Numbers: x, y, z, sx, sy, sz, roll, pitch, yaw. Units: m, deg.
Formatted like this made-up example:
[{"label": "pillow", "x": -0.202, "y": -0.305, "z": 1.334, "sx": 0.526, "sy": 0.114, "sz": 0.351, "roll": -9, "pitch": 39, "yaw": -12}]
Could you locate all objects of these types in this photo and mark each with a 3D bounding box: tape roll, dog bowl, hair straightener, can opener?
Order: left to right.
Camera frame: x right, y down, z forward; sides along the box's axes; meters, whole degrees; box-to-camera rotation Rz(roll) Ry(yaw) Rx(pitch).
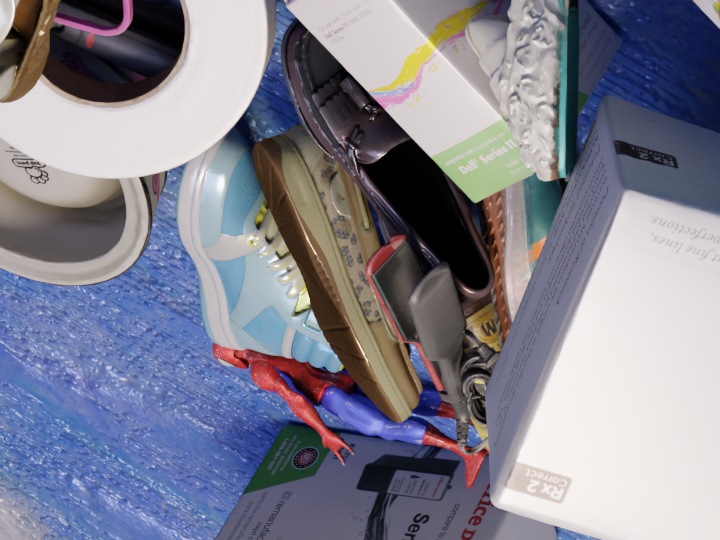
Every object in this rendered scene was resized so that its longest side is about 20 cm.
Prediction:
[{"label": "dog bowl", "x": -0.211, "y": -0.087, "z": 1.723, "sx": 0.200, "sy": 0.074, "sz": 0.200, "roll": 17, "pitch": 138, "yaw": 16}, {"label": "can opener", "x": -0.159, "y": -0.157, "z": 1.625, "sx": 0.200, "sy": 0.063, "sz": 0.079, "roll": 31, "pitch": 140, "yaw": 1}, {"label": "tape roll", "x": -0.151, "y": -0.153, "z": 1.577, "sx": 0.203, "sy": 0.037, "sz": 0.203, "roll": 2, "pitch": 114, "yaw": 5}, {"label": "hair straightener", "x": 0.058, "y": 0.059, "z": 1.591, "sx": 0.077, "sy": 0.041, "sz": 0.200, "roll": 33, "pitch": 157, "yaw": 33}]

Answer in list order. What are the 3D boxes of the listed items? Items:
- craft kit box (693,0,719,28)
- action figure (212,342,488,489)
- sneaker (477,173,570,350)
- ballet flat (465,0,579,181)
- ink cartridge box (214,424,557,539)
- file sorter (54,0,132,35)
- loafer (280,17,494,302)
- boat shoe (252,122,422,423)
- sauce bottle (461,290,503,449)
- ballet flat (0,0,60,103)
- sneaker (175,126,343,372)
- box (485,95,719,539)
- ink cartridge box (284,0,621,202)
[{"label": "craft kit box", "x": 0.166, "y": -0.219, "z": 1.275, "sx": 0.049, "sy": 0.198, "sz": 0.200, "roll": -20, "pitch": 132, "yaw": -8}, {"label": "action figure", "x": -0.008, "y": 0.087, "z": 1.781, "sx": 0.200, "sy": 0.065, "sz": 0.052, "roll": 25, "pitch": 134, "yaw": 6}, {"label": "sneaker", "x": 0.119, "y": -0.016, "z": 1.599, "sx": 0.080, "sy": 0.071, "sz": 0.200, "roll": -13, "pitch": 118, "yaw": -9}, {"label": "ballet flat", "x": 0.089, "y": -0.148, "z": 1.406, "sx": 0.072, "sy": 0.072, "sz": 0.200, "roll": 5, "pitch": 91, "yaw": 29}, {"label": "ink cartridge box", "x": 0.015, "y": 0.193, "z": 1.813, "sx": 0.200, "sy": 0.147, "sz": 0.083, "roll": 6, "pitch": 133, "yaw": 26}, {"label": "file sorter", "x": -0.142, "y": -0.242, "z": 1.421, "sx": 0.139, "sy": 0.200, "sz": 0.125, "roll": 19, "pitch": 142, "yaw": 15}, {"label": "loafer", "x": 0.024, "y": -0.068, "z": 1.572, "sx": 0.200, "sy": 0.072, "sz": 0.063, "roll": 60, "pitch": 165, "yaw": -17}, {"label": "boat shoe", "x": 0.000, "y": 0.000, "z": 1.633, "sx": 0.073, "sy": 0.063, "sz": 0.200, "roll": 26, "pitch": 142, "yaw": 65}, {"label": "sauce bottle", "x": 0.073, "y": 0.037, "z": 1.673, "sx": 0.065, "sy": 0.065, "sz": 0.200, "roll": -10, "pitch": 121, "yaw": 39}, {"label": "ballet flat", "x": -0.190, "y": -0.127, "z": 1.365, "sx": 0.068, "sy": 0.072, "sz": 0.200, "roll": 32, "pitch": 146, "yaw": -7}, {"label": "sneaker", "x": -0.041, "y": -0.011, "z": 1.692, "sx": 0.131, "sy": 0.080, "sz": 0.200, "roll": 17, "pitch": 148, "yaw": 20}, {"label": "box", "x": 0.189, "y": 0.043, "z": 1.400, "sx": 0.199, "sy": 0.131, "sz": 0.200, "roll": 17, "pitch": 115, "yaw": -8}, {"label": "ink cartridge box", "x": 0.040, "y": -0.152, "z": 1.460, "sx": 0.200, "sy": 0.117, "sz": 0.067, "roll": 45, "pitch": 140, "yaw": -16}]
